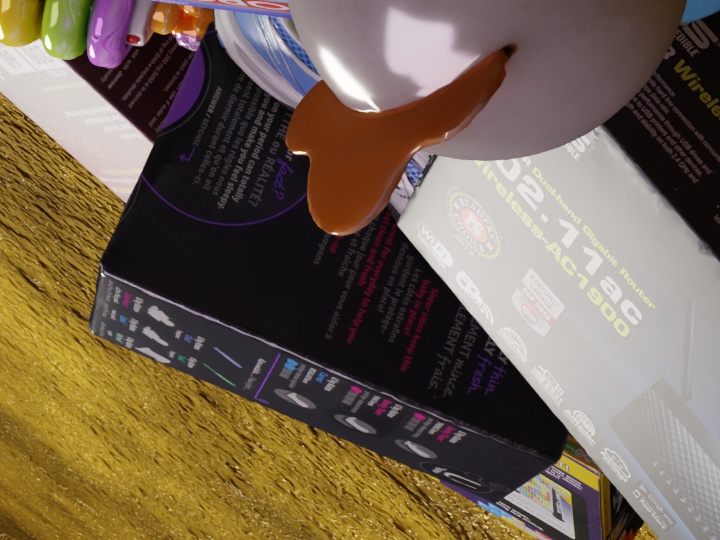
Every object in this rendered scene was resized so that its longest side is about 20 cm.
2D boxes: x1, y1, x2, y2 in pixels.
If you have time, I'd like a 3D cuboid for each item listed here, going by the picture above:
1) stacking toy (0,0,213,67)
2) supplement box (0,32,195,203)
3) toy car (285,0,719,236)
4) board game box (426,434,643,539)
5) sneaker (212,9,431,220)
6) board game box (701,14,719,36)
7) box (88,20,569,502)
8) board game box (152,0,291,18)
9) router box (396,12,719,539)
[{"bbox_3d":[-0.121,-0.129,0.896,0.200,0.110,0.116,20,163,-1],"label":"stacking toy"},{"bbox_3d":[-0.097,-0.071,1.031,0.200,0.061,0.109,43,160,-25],"label":"supplement box"},{"bbox_3d":[0.033,-0.093,0.509,0.184,0.200,0.177,44,160,-25],"label":"toy car"},{"bbox_3d":[0.060,0.070,1.121,0.200,0.057,0.165,29,159,19],"label":"board game box"},{"bbox_3d":[0.027,-0.062,0.802,0.200,0.076,0.077,34,167,0],"label":"sneaker"},{"bbox_3d":[0.149,0.002,0.696,0.200,0.026,0.200,33,148,40],"label":"board game box"},{"bbox_3d":[0.000,0.000,0.881,0.200,0.122,0.106,24,162,-3],"label":"box"},{"bbox_3d":[-0.044,-0.109,0.698,0.200,0.029,0.135,8,178,9],"label":"board game box"},{"bbox_3d":[0.109,0.012,0.673,0.200,0.062,0.150,50,155,11],"label":"router box"}]
